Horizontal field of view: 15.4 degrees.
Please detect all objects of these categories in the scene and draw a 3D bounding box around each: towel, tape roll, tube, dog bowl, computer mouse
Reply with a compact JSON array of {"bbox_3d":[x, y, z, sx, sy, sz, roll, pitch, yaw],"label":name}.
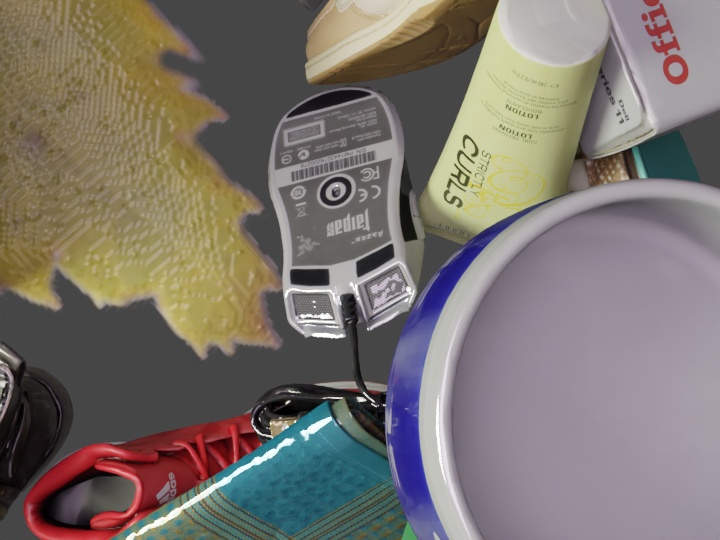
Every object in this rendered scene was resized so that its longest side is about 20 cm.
[{"bbox_3d":[-0.046,0.137,1.237,0.200,0.147,0.022,-31,47,20],"label":"towel"},{"bbox_3d":[0.116,0.148,1.190,0.200,0.048,0.201,1,86,-16],"label":"tape roll"},{"bbox_3d":[0.072,-0.059,1.228,0.052,0.200,0.058,-23,67,-20],"label":"tube"},{"bbox_3d":[0.114,0.063,1.129,0.200,0.079,0.201,1,86,-17],"label":"dog bowl"},{"bbox_3d":[0.000,0.000,1.267,0.109,0.044,0.200,-13,55,15],"label":"computer mouse"}]

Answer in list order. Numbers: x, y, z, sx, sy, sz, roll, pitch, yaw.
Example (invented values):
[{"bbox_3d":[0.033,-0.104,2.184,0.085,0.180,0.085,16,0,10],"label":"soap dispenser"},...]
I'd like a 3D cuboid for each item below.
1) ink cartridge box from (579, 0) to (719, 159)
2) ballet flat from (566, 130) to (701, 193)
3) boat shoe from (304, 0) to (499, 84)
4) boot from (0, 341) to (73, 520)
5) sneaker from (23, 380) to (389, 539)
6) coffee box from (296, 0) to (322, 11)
[{"bbox_3d":[0.175,-0.153,1.233,0.200,0.083,0.147,-20,88,-20],"label":"ink cartridge box"},{"bbox_3d":[0.115,-0.077,1.288,0.065,0.070,0.200,-20,85,30],"label":"ballet flat"},{"bbox_3d":[0.029,-0.141,1.233,0.074,0.200,0.069,-9,80,-31],"label":"boat shoe"},{"bbox_3d":[-0.209,0.116,1.243,0.069,0.174,0.200,33,91,4],"label":"boot"},{"bbox_3d":[-0.064,0.104,1.262,0.200,0.116,0.079,-17,89,5],"label":"sneaker"},{"bbox_3d":[0.005,-0.231,1.264,0.080,0.114,0.200,39,91,4],"label":"coffee box"}]
